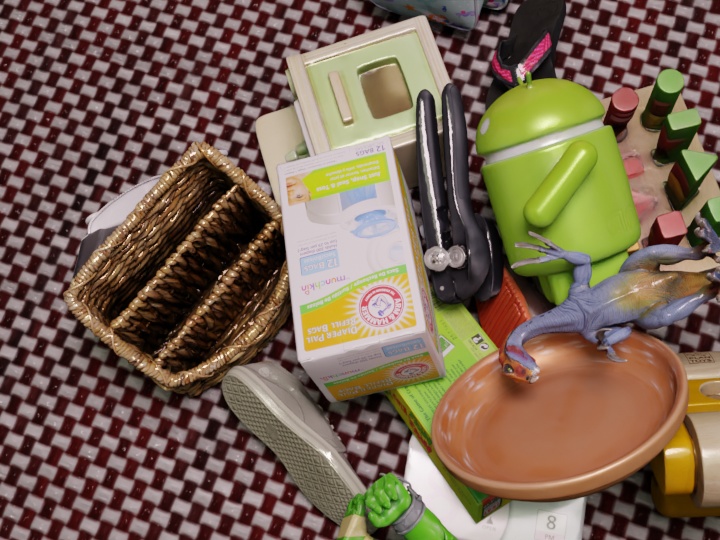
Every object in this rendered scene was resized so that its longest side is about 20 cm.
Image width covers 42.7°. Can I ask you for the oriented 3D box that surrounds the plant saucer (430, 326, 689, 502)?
[{"bbox_3d":[0.154,0.112,0.715,0.199,0.200,0.038,-23,113,-1],"label":"plant saucer"}]

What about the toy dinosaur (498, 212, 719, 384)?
[{"bbox_3d":[0.204,0.040,0.729,0.181,0.200,0.105,-32,53,36],"label":"toy dinosaur"}]

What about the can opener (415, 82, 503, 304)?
[{"bbox_3d":[0.078,-0.067,0.831,0.063,0.079,0.201,-13,87,26],"label":"can opener"}]

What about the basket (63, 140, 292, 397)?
[{"bbox_3d":[-0.148,0.011,0.864,0.143,0.149,0.200,38,79,16],"label":"basket"}]

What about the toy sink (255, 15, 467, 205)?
[{"bbox_3d":[-0.008,-0.147,0.918,0.199,0.112,0.131,-17,71,1],"label":"toy sink"}]

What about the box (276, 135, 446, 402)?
[{"bbox_3d":[0.000,0.000,0.816,0.112,0.101,0.201,-13,60,9],"label":"box"}]

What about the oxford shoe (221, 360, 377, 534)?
[{"bbox_3d":[-0.046,0.157,0.854,0.200,0.075,0.058,46,45,14],"label":"oxford shoe"}]

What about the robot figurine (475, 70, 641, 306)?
[{"bbox_3d":[0.168,-0.072,0.788,0.115,0.175,0.201,-18,96,4],"label":"robot figurine"}]

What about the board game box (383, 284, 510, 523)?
[{"bbox_3d":[0.088,0.112,0.829,0.101,0.048,0.200,-29,58,-14],"label":"board game box"}]

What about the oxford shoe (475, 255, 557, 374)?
[{"bbox_3d":[0.171,0.063,0.856,0.072,0.071,0.201,-10,58,-28],"label":"oxford shoe"}]

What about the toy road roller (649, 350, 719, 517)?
[{"bbox_3d":[0.294,0.154,0.758,0.122,0.200,0.147,-5,108,6],"label":"toy road roller"}]

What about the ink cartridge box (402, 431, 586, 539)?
[{"bbox_3d":[0.129,0.153,0.844,0.162,0.057,0.201,8,78,9],"label":"ink cartridge box"}]

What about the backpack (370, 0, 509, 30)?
[{"bbox_3d":[0.067,-0.351,0.942,0.199,0.178,0.151,24,72,17],"label":"backpack"}]

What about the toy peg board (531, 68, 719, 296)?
[{"bbox_3d":[0.246,-0.086,0.879,0.198,0.098,0.201,-15,71,1],"label":"toy peg board"}]

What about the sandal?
[{"bbox_3d":[0.164,-0.218,0.928,0.075,0.045,0.201,-5,54,30],"label":"sandal"}]

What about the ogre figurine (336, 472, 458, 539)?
[{"bbox_3d":[0.020,0.276,0.782,0.120,0.098,0.201,27,88,-6],"label":"ogre figurine"}]

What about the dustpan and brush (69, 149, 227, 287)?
[{"bbox_3d":[-0.208,-0.067,0.928,0.200,0.140,0.057,-27,81,-29],"label":"dustpan and brush"}]
